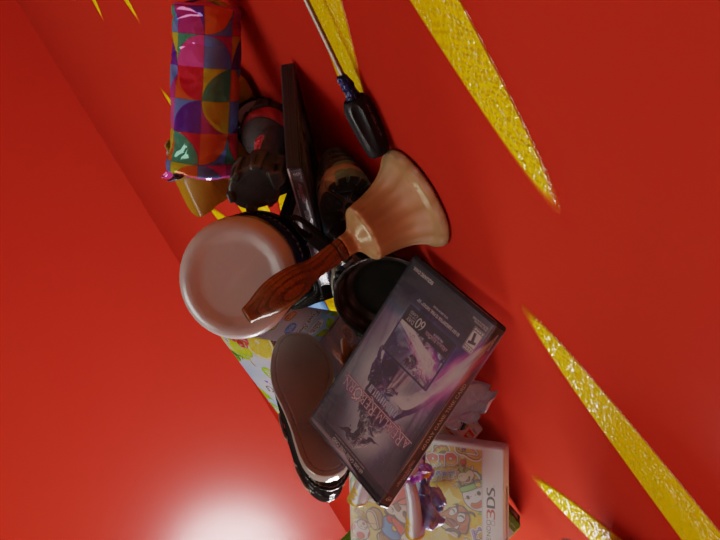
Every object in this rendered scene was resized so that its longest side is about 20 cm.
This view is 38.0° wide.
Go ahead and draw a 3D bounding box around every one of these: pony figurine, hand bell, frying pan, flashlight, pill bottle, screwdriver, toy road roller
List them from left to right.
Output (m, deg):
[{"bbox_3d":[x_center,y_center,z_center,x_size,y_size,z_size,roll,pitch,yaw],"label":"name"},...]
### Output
[{"bbox_3d":[-0.181,-0.159,1.299,0.200,0.145,0.124,46,162,37],"label":"toy road roller"},{"bbox_3d":[-0.111,-0.002,1.076,0.117,0.115,0.200,57,-174,-4],"label":"pill bottle"},{"bbox_3d":[-0.107,-0.123,1.116,0.201,0.067,0.069,-83,14,-62],"label":"flashlight"},{"bbox_3d":[-0.027,-0.188,0.937,0.202,0.029,0.028,58,166,-23],"label":"screwdriver"},{"bbox_3d":[-0.025,-0.014,0.967,0.105,0.198,0.105,51,166,18],"label":"hand bell"},{"bbox_3d":[-0.006,0.013,1.098,0.187,0.031,0.116,24,128,-9],"label":"frying pan"},{"bbox_3d":[0.042,0.184,1.131,0.191,0.165,0.204,19,125,47],"label":"pony figurine"}]

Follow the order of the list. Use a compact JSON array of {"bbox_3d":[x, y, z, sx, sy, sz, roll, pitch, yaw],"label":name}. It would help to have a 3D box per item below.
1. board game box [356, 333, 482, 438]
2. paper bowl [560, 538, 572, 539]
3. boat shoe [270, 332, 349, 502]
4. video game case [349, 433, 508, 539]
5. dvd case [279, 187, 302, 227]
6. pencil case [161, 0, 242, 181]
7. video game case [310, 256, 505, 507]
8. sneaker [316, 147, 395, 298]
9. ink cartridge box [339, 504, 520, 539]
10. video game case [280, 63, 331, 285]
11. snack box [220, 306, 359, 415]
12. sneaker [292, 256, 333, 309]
[{"bbox_3d":[0.056,0.138,1.290,0.127,0.035,0.199,54,163,-23],"label":"board game box"},{"bbox_3d":[0.248,0.352,1.019,0.202,0.103,0.201,52,166,19],"label":"paper bowl"},{"bbox_3d":[-0.054,0.155,1.132,0.061,0.072,0.202,96,158,-45],"label":"boat shoe"},{"bbox_3d":[0.078,0.280,1.227,0.196,0.023,0.186,4,102,26],"label":"video game case"},{"bbox_3d":[-0.097,-0.012,1.384,0.017,0.145,0.201,13,156,6],"label":"dvd case"},{"bbox_3d":[-0.177,-0.196,1.161,0.088,0.087,0.204,-151,64,-61],"label":"pencil case"},{"bbox_3d":[0.040,0.103,1.011,0.019,0.202,0.143,28,-172,-41],"label":"video game case"},{"bbox_3d":[-0.006,-0.045,1.128,0.087,0.076,0.202,-107,7,-47],"label":"sneaker"},{"bbox_3d":[0.079,0.325,1.286,0.148,0.200,0.076,45,-177,10],"label":"ink cartridge box"},{"bbox_3d":[-0.058,-0.100,1.132,0.201,0.019,0.145,79,-176,-54],"label":"video game case"},{"bbox_3d":[-0.065,0.123,1.317,0.198,0.068,0.170,8,139,47],"label":"snack box"},{"bbox_3d":[-0.072,0.001,1.275,0.199,0.110,0.075,-3,105,65],"label":"sneaker"}]
